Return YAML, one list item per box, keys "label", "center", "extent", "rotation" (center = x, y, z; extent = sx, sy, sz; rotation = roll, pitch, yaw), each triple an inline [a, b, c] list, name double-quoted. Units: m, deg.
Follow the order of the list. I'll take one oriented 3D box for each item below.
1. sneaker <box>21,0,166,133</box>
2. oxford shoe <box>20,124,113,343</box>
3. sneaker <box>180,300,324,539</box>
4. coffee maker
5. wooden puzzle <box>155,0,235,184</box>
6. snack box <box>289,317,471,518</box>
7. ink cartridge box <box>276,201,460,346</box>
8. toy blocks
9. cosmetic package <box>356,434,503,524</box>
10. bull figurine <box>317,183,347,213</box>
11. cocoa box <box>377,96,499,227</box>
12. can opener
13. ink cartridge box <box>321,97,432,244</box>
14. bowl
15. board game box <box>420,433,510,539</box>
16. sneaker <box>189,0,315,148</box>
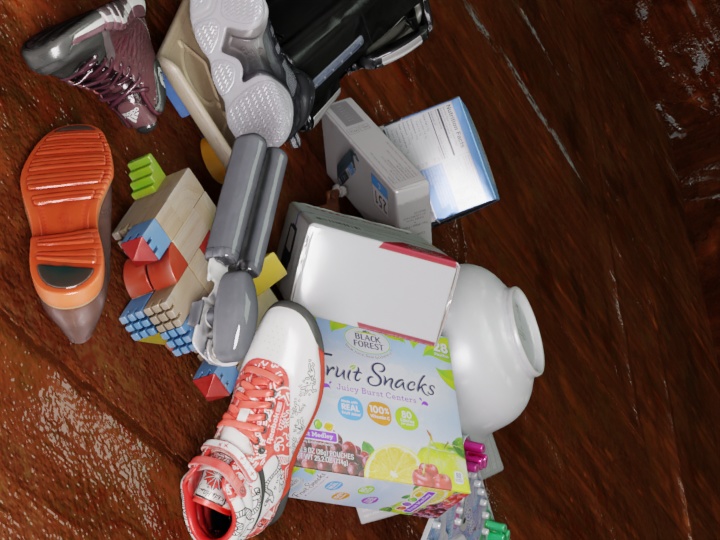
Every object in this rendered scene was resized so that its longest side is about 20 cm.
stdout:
- label: "sneaker"
  center: [-0.211, -0.166, 1.334]
  extent: [0.116, 0.075, 0.200]
  rotation: [68, 20, -13]
- label: "oxford shoe"
  center: [-0.225, -0.033, 1.213]
  extent: [0.073, 0.070, 0.201]
  rotation: [89, -2, -47]
- label: "sneaker"
  center: [-0.088, 0.130, 1.268]
  extent: [0.108, 0.067, 0.203]
  rotation: [-20, 127, -64]
- label: "coffee maker"
  center: [-0.041, -0.278, 1.658]
  extent: [0.200, 0.134, 0.193]
  rotation: [-43, 118, -21]
- label: "wooden puzzle"
  center: [-0.144, -0.170, 1.548]
  extent: [0.186, 0.046, 0.201]
  rotation: [59, 19, -28]
- label: "snack box"
  center: [-0.005, 0.131, 1.458]
  extent: [0.198, 0.068, 0.170]
  rotation: [14, 53, -29]
- label: "ink cartridge box"
  center: [0.000, 0.000, 1.492]
  extent: [0.200, 0.144, 0.084]
  rotation: [-134, -122, -79]
- label: "toy blocks"
  center: [-0.147, 0.017, 1.316]
  extent: [0.201, 0.099, 0.137]
  rotation: [57, 34, -24]
- label: "cosmetic package"
  center: [0.067, 0.199, 1.642]
  extent: [0.200, 0.106, 0.091]
  rotation: [-11, 81, -67]
- label: "bull figurine"
  center: [-0.009, 0.006, 1.689]
  extent: [0.122, 0.065, 0.201]
  rotation: [-76, 143, -62]
- label: "cocoa box"
  center: [0.087, -0.123, 1.890]
  extent: [0.200, 0.130, 0.135]
  rotation: [-23, 93, -83]
- label: "can opener"
  center: [-0.090, -0.017, 1.280]
  extent: [0.053, 0.066, 0.202]
  rotation: [30, 64, -41]
- label: "ink cartridge box"
  center: [0.021, -0.070, 1.743]
  extent: [0.200, 0.044, 0.178]
  rotation: [-128, -155, -48]
- label: "bowl"
  center: [0.135, 0.076, 1.639]
  extent: [0.201, 0.090, 0.203]
  rotation: [-17, 90, -71]
- label: "board game box"
  center: [0.097, 0.298, 1.556]
  extent: [0.201, 0.026, 0.201]
  rotation: [70, 37, -50]
- label: "sneaker"
  center: [-0.103, -0.210, 1.527]
  extent: [0.114, 0.075, 0.202]
  rotation: [-2, 76, -73]
